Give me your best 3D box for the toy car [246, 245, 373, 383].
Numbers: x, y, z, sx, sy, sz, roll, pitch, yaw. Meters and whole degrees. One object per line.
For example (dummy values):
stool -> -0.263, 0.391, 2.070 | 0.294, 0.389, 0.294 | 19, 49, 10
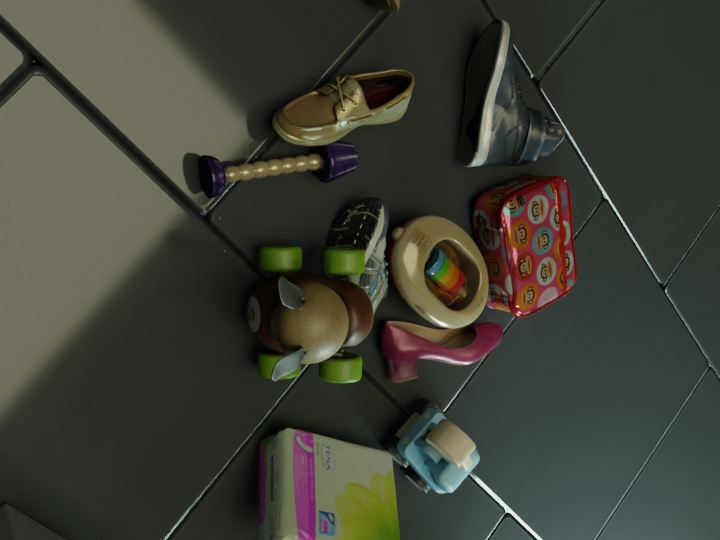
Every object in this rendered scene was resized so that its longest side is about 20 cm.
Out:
toy car -> -0.075, 0.058, 0.880 | 0.158, 0.200, 0.165 | 2, 95, 10

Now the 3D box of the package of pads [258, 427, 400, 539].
package of pads -> -0.041, 0.301, 1.012 | 0.200, 0.068, 0.155 | 23, 46, -33

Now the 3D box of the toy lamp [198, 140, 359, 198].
toy lamp -> -0.095, -0.128, 0.934 | 0.200, 0.058, 0.058 | -11, 106, -27

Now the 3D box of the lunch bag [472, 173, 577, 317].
lunch bag -> 0.262, -0.044, 1.164 | 0.176, 0.082, 0.200 | -23, 114, -30

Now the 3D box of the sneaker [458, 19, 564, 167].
sneaker -> 0.224, -0.246, 1.084 | 0.146, 0.077, 0.203 | 0, 110, -21

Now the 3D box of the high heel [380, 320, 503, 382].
high heel -> 0.121, 0.089, 1.109 | 0.200, 0.067, 0.096 | -15, 119, -15

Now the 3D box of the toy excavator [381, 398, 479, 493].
toy excavator -> 0.118, 0.252, 1.062 | 0.100, 0.200, 0.195 | -46, 120, -16

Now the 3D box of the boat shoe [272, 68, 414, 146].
boat shoe -> -0.017, -0.211, 0.942 | 0.200, 0.066, 0.074 | -25, 73, -33

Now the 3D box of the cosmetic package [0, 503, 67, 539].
cosmetic package -> -0.373, 0.399, 0.807 | 0.200, 0.167, 0.166 | -50, 121, -14

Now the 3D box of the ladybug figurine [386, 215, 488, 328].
ladybug figurine -> 0.102, 0.000, 1.069 | 0.200, 0.072, 0.136 | 45, 69, -33

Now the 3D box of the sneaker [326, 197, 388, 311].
sneaker -> 0.000, 0.000, 1.020 | 0.086, 0.078, 0.200 | 9, 103, -45

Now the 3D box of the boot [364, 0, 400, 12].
boot -> 0.022, -0.436, 0.930 | 0.155, 0.074, 0.200 | -53, 124, -16
